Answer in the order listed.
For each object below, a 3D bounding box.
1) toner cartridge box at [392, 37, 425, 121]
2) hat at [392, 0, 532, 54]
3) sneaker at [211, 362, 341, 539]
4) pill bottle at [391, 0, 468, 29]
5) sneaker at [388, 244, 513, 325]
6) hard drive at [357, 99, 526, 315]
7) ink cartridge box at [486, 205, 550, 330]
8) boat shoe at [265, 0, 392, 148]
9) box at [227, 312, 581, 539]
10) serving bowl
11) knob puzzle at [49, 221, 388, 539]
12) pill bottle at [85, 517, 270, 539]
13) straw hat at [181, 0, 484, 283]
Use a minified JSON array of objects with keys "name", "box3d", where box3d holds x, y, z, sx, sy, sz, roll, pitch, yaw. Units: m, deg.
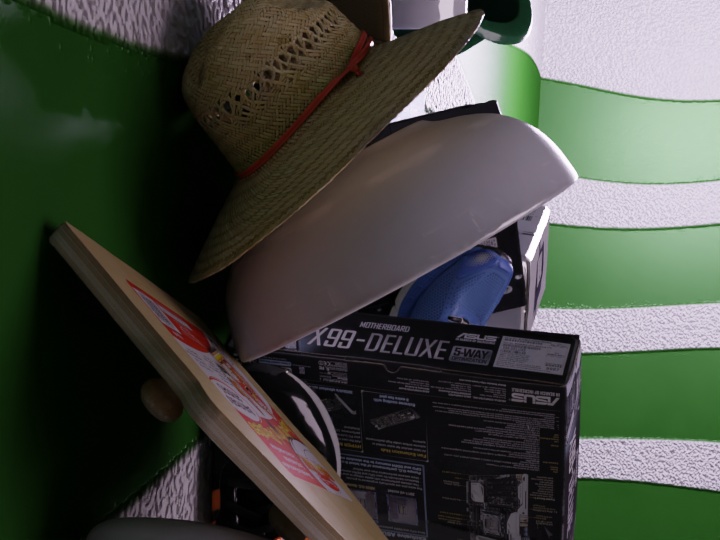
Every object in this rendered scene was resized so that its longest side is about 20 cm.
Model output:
[{"name":"toner cartridge box","box3d":[0.013,-0.127,1.014,0.200,0.043,0.096,-17,109,-77]},{"name":"hat","box3d":[0.036,-0.202,1.123,0.199,0.176,0.167,22,43,-32]},{"name":"sneaker","box3d":[-0.051,0.153,0.721,0.090,0.069,0.202,-70,162,-62]},{"name":"pill bottle","box3d":[0.035,-0.274,0.913,0.111,0.110,0.202,-54,145,-68]},{"name":"sneaker","box3d":[0.053,0.074,0.942,0.078,0.089,0.201,26,100,-41]},{"name":"hard drive","box3d":[0.044,-0.030,0.947,0.201,0.138,0.038,73,5,-52]},{"name":"ink cartridge box","box3d":[0.085,-0.002,1.143,0.200,0.143,0.085,-48,141,-71]},{"name":"boat shoe","box3d":[-0.022,-0.105,0.800,0.066,0.071,0.203,-87,-177,-61]},{"name":"box","box3d":[0.028,0.106,0.775,0.050,0.198,0.159,-62,153,-54]},{"name":"serving bowl","box3d":[0.010,-0.028,0.680,0.066,0.199,0.200,60,16,-2]},{"name":"knob puzzle","box3d":[-0.044,0.081,0.561,0.030,0.220,0.220,-42,161,-2]},{"name":"pill bottle","box3d":[-0.080,0.208,0.519,0.104,0.103,0.202,68,29,-64]},{"name":"straw hat","box3d":[-0.039,-0.094,0.648,0.085,0.200,0.201,47,27,-11]}]
